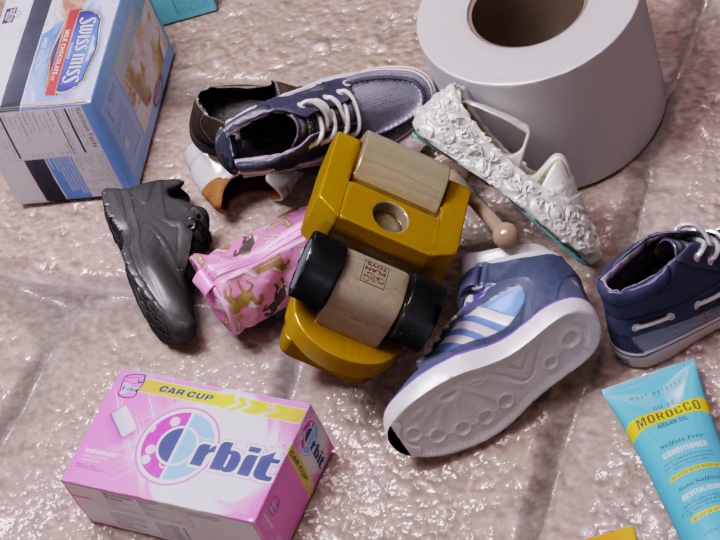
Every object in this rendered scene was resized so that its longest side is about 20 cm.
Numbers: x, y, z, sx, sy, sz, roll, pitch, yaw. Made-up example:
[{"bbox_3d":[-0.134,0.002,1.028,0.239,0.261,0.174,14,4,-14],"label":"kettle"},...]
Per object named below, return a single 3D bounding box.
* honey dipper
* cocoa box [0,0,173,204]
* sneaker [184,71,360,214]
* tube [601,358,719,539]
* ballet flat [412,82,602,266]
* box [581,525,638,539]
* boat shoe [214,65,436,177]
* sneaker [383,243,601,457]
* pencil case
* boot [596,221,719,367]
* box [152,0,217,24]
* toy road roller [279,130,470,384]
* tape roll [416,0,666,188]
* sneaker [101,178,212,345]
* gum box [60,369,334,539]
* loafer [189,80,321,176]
[{"bbox_3d":[0.096,-0.061,1.634,0.038,0.038,0.200,-28,29,-4],"label":"honey dipper"},{"bbox_3d":[-0.276,-0.185,1.859,0.130,0.134,0.201,-4,50,16],"label":"cocoa box"},{"bbox_3d":[-0.058,-0.112,1.769,0.198,0.073,0.085,-26,65,0],"label":"sneaker"},{"bbox_3d":[0.246,0.147,1.435,0.077,0.051,0.201,-15,41,-2],"label":"tube"},{"bbox_3d":[0.133,-0.085,1.591,0.199,0.072,0.072,37,65,0],"label":"ballet flat"},{"bbox_3d":[0.162,0.286,1.347,0.118,0.042,0.201,-16,49,7],"label":"box"},{"bbox_3d":[-0.027,-0.124,1.624,0.198,0.075,0.093,-20,4,-1],"label":"boat shoe"},{"bbox_3d":[0.092,0.055,1.558,0.199,0.081,0.147,-33,34,2],"label":"sneaker"},{"bbox_3d":[-0.050,-0.021,1.658,0.199,0.087,0.083,-30,31,-7],"label":"pencil case"},{"bbox_3d":[0.280,-0.006,1.518,0.199,0.091,0.073,-34,47,-9],"label":"boot"},{"bbox_3d":[-0.251,-0.290,2.000,0.198,0.049,0.083,-14,47,9],"label":"box"},{"bbox_3d":[0.000,0.000,1.576,0.122,0.146,0.201,23,49,-8],"label":"toy road roller"},{"bbox_3d":[0.161,-0.187,1.688,0.200,0.140,0.204,-11,47,12],"label":"tape roll"},{"bbox_3d":[-0.172,-0.018,1.720,0.090,0.076,0.201,-19,48,-6],"label":"sneaker"},{"bbox_3d":[-0.137,0.156,1.554,0.198,0.066,0.114,8,55,27],"label":"gum box"},{"bbox_3d":[-0.061,-0.130,1.698,0.198,0.071,0.074,1,70,8],"label":"loafer"}]
